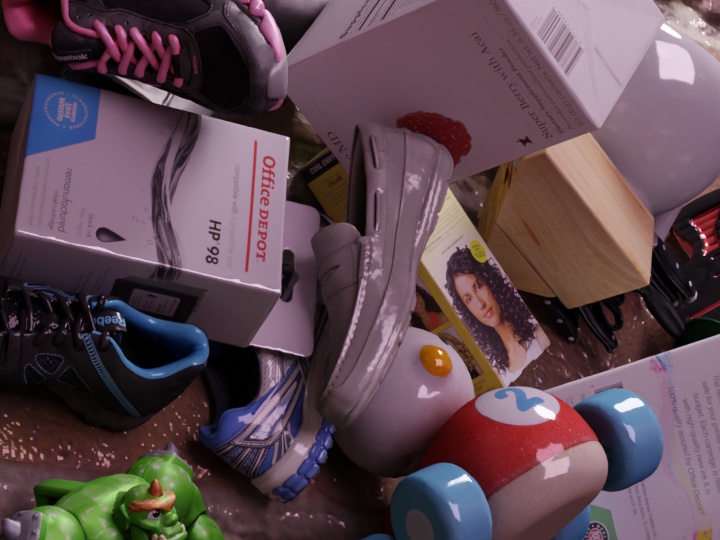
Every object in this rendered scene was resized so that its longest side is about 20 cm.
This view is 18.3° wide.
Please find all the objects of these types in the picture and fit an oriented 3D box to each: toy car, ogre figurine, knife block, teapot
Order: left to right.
[{"bbox_3d":[-0.132,0.170,1.195,0.199,0.098,0.121,-18,98,-35],"label":"ogre figurine"},{"bbox_3d":[0.046,0.092,1.380,0.183,0.177,0.201,-20,68,-38],"label":"toy car"},{"bbox_3d":[0.175,-0.103,1.637,0.199,0.197,0.147,32,80,3],"label":"teapot"},{"bbox_3d":[0.174,-0.026,1.573,0.174,0.201,0.064,13,52,-5],"label":"knife block"}]

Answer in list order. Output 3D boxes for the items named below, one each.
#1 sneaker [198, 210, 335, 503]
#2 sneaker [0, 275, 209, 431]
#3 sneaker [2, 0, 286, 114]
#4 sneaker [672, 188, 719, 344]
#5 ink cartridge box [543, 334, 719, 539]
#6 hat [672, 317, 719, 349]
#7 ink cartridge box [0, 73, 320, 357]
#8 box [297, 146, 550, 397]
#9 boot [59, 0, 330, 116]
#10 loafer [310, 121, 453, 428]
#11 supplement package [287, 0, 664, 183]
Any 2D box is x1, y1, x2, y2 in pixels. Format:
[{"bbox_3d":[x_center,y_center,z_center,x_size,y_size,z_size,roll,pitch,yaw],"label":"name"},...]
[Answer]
[{"bbox_3d":[-0.055,0.037,1.368,0.085,0.077,0.201,27,49,-27],"label":"sneaker"},{"bbox_3d":[-0.176,0.030,1.238,0.199,0.082,0.074,17,57,-38],"label":"sneaker"},{"bbox_3d":[-0.129,-0.133,1.286,0.095,0.199,0.080,-28,132,-39],"label":"sneaker"},{"bbox_3d":[0.290,0.013,1.726,0.087,0.073,0.201,54,25,-21],"label":"sneaker"},{"bbox_3d":[0.226,0.131,1.495,0.087,0.199,0.147,35,39,-59],"label":"ink cartridge box"},{"bbox_3d":[0.218,0.153,1.575,0.175,0.167,0.200,-27,43,-20],"label":"hat"},{"bbox_3d":[-0.108,-0.031,1.307,0.198,0.067,0.117,13,55,-16],"label":"ink cartridge box"},{"bbox_3d":[0.045,-0.009,1.518,0.201,0.050,0.075,55,40,-5],"label":"box"},{"bbox_3d":[-0.087,-0.138,1.443,0.181,0.073,0.201,30,40,-12],"label":"boot"},{"bbox_3d":[0.000,0.000,1.344,0.069,0.070,0.201,22,58,-10],"label":"loafer"},{"bbox_3d":[0.067,-0.140,1.413,0.121,0.199,0.120,51,48,-19],"label":"supplement package"}]
